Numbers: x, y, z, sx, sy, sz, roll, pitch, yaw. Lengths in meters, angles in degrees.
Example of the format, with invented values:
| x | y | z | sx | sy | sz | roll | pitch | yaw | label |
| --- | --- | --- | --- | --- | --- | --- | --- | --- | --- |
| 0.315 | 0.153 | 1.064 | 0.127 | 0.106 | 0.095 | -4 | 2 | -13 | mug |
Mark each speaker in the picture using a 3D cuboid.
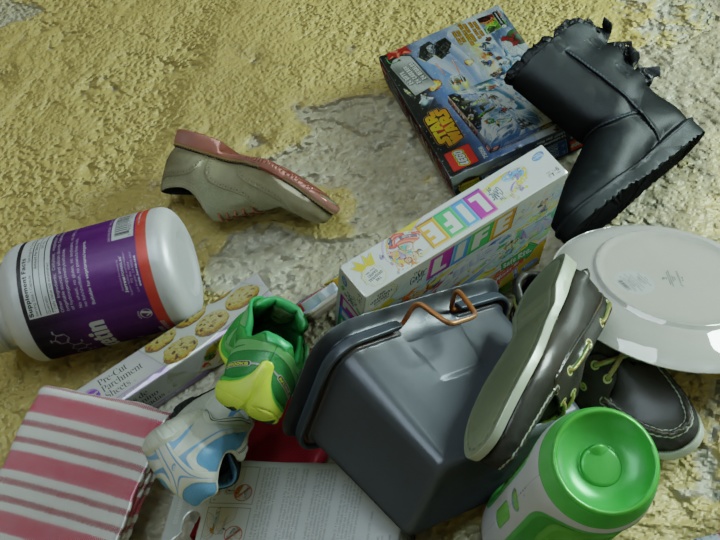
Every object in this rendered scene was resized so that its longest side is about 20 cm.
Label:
| x | y | z | sx | sy | sz | roll | pitch | yaw | label |
| --- | --- | --- | --- | --- | --- | --- | --- | --- | --- |
| 0.142 | 0.161 | 0.982 | 0.088 | 0.200 | 0.089 | 3 | 65 | -7 | speaker |

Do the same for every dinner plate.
| x | y | z | sx | sy | sz | roll | pitch | yaw | label |
| --- | --- | --- | --- | --- | --- | --- | --- | --- | --- |
| 0.253 | 0.013 | 1.141 | 0.199 | 0.024 | 0.200 | 4 | 35 | -3 | dinner plate |

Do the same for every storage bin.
| x | y | z | sx | sy | sz | roll | pitch | yaw | label |
| --- | --- | --- | --- | --- | --- | --- | --- | --- | --- |
| 0.068 | 0.102 | 1.077 | 0.199 | 0.146 | 0.134 | -15 | 50 | -40 | storage bin |

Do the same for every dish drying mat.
| x | y | z | sx | sy | sz | roll | pitch | yaw | label |
| --- | --- | --- | --- | --- | --- | --- | --- | --- | --- |
| -0.064 | 0.153 | 1.189 | 0.077 | 0.018 | 0.200 | 15 | 56 | 24 | dish drying mat |

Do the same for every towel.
| x | y | z | sx | sy | sz | roll | pitch | yaw | label |
| --- | --- | --- | --- | --- | --- | --- | --- | --- | --- |
| -0.247 | 0.198 | 1.183 | 0.146 | 0.030 | 0.201 | 10 | 67 | 28 | towel |

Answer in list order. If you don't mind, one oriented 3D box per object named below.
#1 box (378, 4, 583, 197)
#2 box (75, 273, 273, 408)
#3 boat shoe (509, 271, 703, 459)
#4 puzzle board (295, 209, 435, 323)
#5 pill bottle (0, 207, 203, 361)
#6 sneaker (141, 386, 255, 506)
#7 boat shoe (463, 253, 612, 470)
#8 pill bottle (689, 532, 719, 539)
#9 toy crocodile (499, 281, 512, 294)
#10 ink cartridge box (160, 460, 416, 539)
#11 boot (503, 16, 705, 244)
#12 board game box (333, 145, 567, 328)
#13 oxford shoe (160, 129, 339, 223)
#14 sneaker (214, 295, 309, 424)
| x | y | z | sx | sy | sz | roll | pitch | yaw | label |
| --- | --- | --- | --- | --- | --- | --- | --- | --- | --- |
| 0.115 | -0.166 | 1.380 | 0.136 | 0.040 | 0.200 | -23 | 48 | -3 | box |
| -0.161 | 0.078 | 1.267 | 0.200 | 0.039 | 0.041 | -33 | 55 | -10 | box |
| 0.190 | 0.073 | 1.130 | 0.072 | 0.061 | 0.201 | -37 | 50 | -14 | boat shoe |
| 0.000 | 0.000 | 1.201 | 0.151 | 0.200 | 0.017 | -36 | 92 | -12 | puzzle board |
| -0.253 | 0.017 | 1.302 | 0.199 | 0.113 | 0.113 | -15 | 48 | 7 | pill bottle |
| -0.117 | 0.134 | 1.132 | 0.072 | 0.073 | 0.200 | -26 | 4 | 15 | sneaker |
| 0.134 | 0.071 | 1.017 | 0.061 | 0.072 | 0.201 | 38 | 48 | -9 | boat shoe |
| 0.179 | 0.252 | 0.962 | 0.199 | 0.109 | 0.109 | -15 | 48 | 6 | pill bottle |
| 0.073 | 0.025 | 1.223 | 0.067 | 0.062 | 0.200 | 39 | 64 | 18 | toy crocodile |
| -0.061 | 0.230 | 1.103 | 0.199 | 0.050 | 0.163 | -2 | 52 | 20 | ink cartridge box |
| 0.195 | -0.130 | 1.260 | 0.198 | 0.073 | 0.162 | -38 | 76 | -26 | boot |
| 0.068 | -0.005 | 1.125 | 0.200 | 0.135 | 0.034 | -31 | 65 | -21 | board game box |
| -0.109 | -0.074 | 1.375 | 0.199 | 0.071 | 0.074 | 22 | 86 | 32 | oxford shoe |
| -0.069 | 0.061 | 1.123 | 0.084 | 0.074 | 0.200 | -61 | 9 | 8 | sneaker |
